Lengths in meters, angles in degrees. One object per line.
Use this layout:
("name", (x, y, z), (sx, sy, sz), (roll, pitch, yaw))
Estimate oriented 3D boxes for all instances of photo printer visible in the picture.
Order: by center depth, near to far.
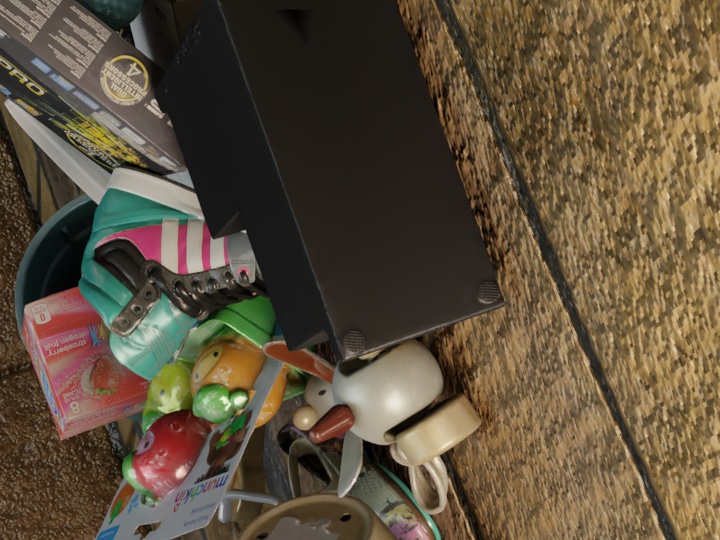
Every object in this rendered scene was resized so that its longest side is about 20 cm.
("photo printer", (-0.189, -0.108, 1.481), (0.166, 0.069, 0.200), (45, -170, -4))

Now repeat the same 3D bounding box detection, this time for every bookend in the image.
("bookend", (-0.025, -0.045, 1.022), (0.199, 0.092, 0.201), (143, 108, -71))

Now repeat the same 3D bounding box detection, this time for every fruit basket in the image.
("fruit basket", (-0.113, 0.096, 1.245), (0.094, 0.200, 0.185), (40, 147, -17))

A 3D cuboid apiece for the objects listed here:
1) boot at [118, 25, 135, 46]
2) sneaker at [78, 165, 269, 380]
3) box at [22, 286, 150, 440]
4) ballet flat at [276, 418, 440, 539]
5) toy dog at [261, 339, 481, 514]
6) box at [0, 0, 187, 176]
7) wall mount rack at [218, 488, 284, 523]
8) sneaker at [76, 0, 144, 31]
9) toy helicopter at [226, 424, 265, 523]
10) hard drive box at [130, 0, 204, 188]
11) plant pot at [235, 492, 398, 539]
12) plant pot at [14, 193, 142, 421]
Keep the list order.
("boot", (-0.167, -0.232, 1.421), (0.154, 0.073, 0.204), (93, 153, -49))
("sneaker", (-0.101, 0.016, 1.164), (0.200, 0.121, 0.084), (19, 170, 33))
("box", (-0.163, 0.053, 1.502), (0.095, 0.199, 0.103), (126, 122, -71))
("ballet flat", (-0.010, 0.158, 1.322), (0.200, 0.071, 0.069), (47, 159, 58))
("toy dog", (-0.007, 0.085, 1.117), (0.132, 0.096, 0.200), (55, 158, 19))
("box", (-0.196, -0.134, 1.181), (0.200, 0.049, 0.161), (38, 164, -18))
("wall mount rack", (-0.095, 0.251, 1.280), (0.200, 0.074, 0.174), (-26, -62, -64))
("sneaker", (-0.176, -0.256, 1.225), (0.130, 0.079, 0.201), (12, 82, 58))
("toy helicopter", (-0.077, 0.087, 1.385), (0.132, 0.079, 0.201), (-26, 58, 61))
("hard drive box", (-0.098, -0.127, 1.279), (0.156, 0.077, 0.201), (-131, 25, -56))
("plant pot", (-0.012, 0.249, 1.177), (0.187, 0.187, 0.201), (-134, 24, -59))
("plant pot", (-0.197, 0.047, 1.679), (0.196, 0.200, 0.201), (94, 155, -74))
